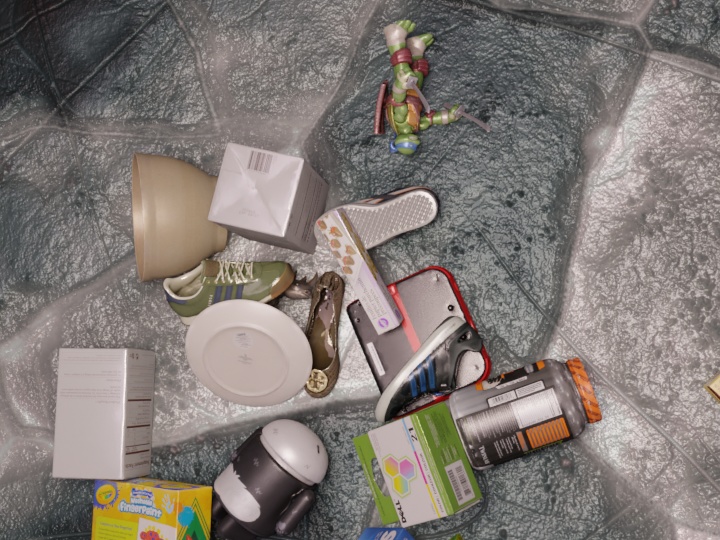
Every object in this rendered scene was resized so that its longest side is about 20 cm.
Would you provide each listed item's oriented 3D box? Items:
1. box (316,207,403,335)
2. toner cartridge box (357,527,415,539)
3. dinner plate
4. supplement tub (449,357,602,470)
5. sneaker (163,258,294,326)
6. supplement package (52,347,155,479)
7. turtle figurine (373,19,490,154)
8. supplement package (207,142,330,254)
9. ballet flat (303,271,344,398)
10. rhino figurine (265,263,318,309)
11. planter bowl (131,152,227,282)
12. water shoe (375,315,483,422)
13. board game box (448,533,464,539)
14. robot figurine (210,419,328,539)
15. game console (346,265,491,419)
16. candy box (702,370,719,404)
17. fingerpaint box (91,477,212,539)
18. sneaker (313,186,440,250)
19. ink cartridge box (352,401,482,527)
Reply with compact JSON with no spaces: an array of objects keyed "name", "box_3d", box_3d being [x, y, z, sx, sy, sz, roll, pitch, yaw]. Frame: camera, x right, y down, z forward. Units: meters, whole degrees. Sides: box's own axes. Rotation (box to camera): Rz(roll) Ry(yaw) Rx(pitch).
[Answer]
[{"name":"box","box_3d":[0.000,0.000,1.414,0.039,0.041,0.200,-28,92,19]},{"name":"toner cartridge box","box_3d":[-0.004,0.458,1.328,0.043,0.095,0.200,51,53,-14]},{"name":"dinner plate","box_3d":[-0.174,0.134,1.427,0.200,0.024,0.200,3,119,6]},{"name":"supplement tub","box_3d":[0.240,0.204,1.354,0.200,0.123,0.123,-20,80,6]},{"name":"sneaker","box_3d":[-0.209,0.018,1.418,0.200,0.090,0.067,-20,41,14]},{"name":"supplement package","box_3d":[-0.401,0.224,1.464,0.117,0.117,0.200,0,83,9]},{"name":"turtle figurine","box_3d":[0.106,-0.286,1.430,0.144,0.200,0.194,0,77,-25]},{"name":"supplement package","box_3d":[-0.133,-0.105,1.415,0.121,0.200,0.120,13,86,10]},{"name":"ballet flat","box_3d":[-0.059,0.100,1.457,0.067,0.046,0.200,8,85,11]},{"name":"rhino figurine","box_3d":[-0.155,0.051,1.469,0.200,0.060,0.088,-29,61,5]},{"name":"planter bowl","box_3d":[-0.282,-0.084,1.458,0.135,0.200,0.201,-3,82,-18]},{"name":"water shoe","box_3d":[0.102,0.161,1.383,0.079,0.071,0.200,40,96,12]},{"name":"board game box","box_3d":[0.075,0.469,1.361,0.200,0.102,0.048,-37,80,4]},{"name":"robot figurine","box_3d":[-0.138,0.319,1.406,0.150,0.125,0.200,42,91,7]},{"name":"game console","box_3d":[0.091,0.109,1.443,0.177,0.031,0.200,-25,79,12]},{"name":"candy box","box_3d":[0.609,0.141,1.333,0.200,0.055,0.115,-43,78,3]},{"name":"fingerpaint box","box_3d":[-0.319,0.405,1.411,0.200,0.073,0.167,-5,81,38]},{"name":"sneaker","box_3d":[0.030,-0.079,1.449,0.200,0.079,0.079,-12,99,16]},{"name":"ink cartridge box","box_3d":[0.058,0.295,1.351,0.200,0.076,0.148,-29,78,39]}]
